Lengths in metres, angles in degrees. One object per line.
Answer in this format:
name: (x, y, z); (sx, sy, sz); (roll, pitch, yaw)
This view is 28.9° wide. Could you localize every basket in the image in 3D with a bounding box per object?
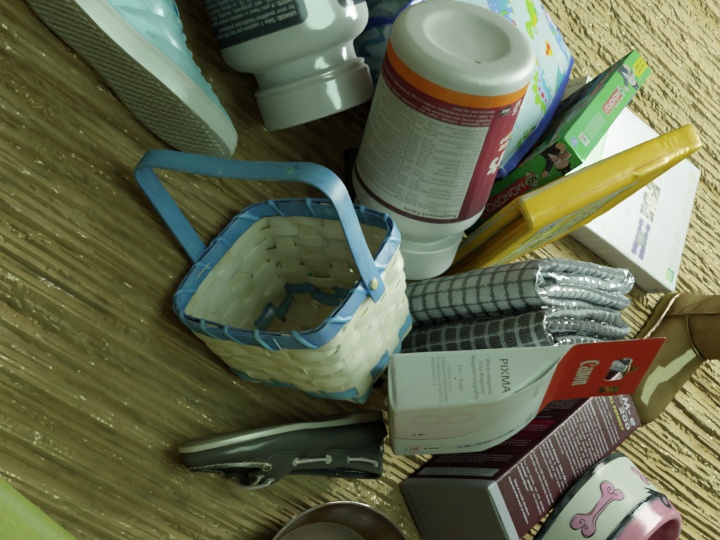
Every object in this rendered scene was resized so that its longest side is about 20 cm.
basket: (-0.061, -0.005, 1.014); (0.139, 0.176, 0.200); (-59, 141, -28)

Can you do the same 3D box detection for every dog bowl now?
dog bowl: (0.206, 0.263, 1.222); (0.200, 0.074, 0.201); (-38, 146, -32)

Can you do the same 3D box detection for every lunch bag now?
lunch bag: (0.092, -0.193, 1.196); (0.200, 0.127, 0.170); (-49, 117, -33)

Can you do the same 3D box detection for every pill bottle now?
pill bottle: (-0.061, -0.215, 1.066); (0.119, 0.119, 0.201); (-26, 103, -40)
pill bottle: (0.055, -0.096, 1.070); (0.109, 0.109, 0.200); (-29, 147, -40)

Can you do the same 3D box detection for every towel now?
towel: (0.119, 0.049, 1.146); (0.200, 0.165, 0.086); (8, 73, -57)

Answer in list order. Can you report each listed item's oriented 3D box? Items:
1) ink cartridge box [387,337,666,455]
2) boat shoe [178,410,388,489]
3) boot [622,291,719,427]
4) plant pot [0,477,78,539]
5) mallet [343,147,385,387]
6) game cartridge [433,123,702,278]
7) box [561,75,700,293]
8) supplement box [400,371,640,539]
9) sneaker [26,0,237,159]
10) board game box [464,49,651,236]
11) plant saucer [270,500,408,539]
ink cartridge box: (0.120, 0.099, 1.059); (0.199, 0.163, 0.057); (1, 70, 2)
boat shoe: (-0.051, 0.145, 1.075); (0.200, 0.067, 0.057); (-3, 83, -46)
boot: (0.361, 0.076, 1.362); (0.066, 0.200, 0.175); (46, 58, -28)
plant pot: (-0.229, 0.216, 0.842); (0.184, 0.200, 0.200); (50, 55, -13)
mallet: (0.000, 0.000, 1.158); (0.066, 0.041, 0.201); (22, 68, -39)
game cartridge: (0.173, -0.050, 1.202); (0.200, 0.176, 0.033); (-22, 81, -29)
box: (0.260, -0.082, 1.399); (0.200, 0.036, 0.145); (33, 65, -36)
supplement box: (0.142, 0.160, 1.219); (0.200, 0.109, 0.061); (-34, 107, -38)
sneaker: (-0.148, -0.167, 1.013); (0.200, 0.074, 0.082); (48, 60, -29)
board game box: (0.169, -0.113, 1.223); (0.029, 0.134, 0.200); (51, 40, -6)
plant saucer: (-0.027, 0.282, 1.105); (0.200, 0.034, 0.201); (4, 84, -42)
